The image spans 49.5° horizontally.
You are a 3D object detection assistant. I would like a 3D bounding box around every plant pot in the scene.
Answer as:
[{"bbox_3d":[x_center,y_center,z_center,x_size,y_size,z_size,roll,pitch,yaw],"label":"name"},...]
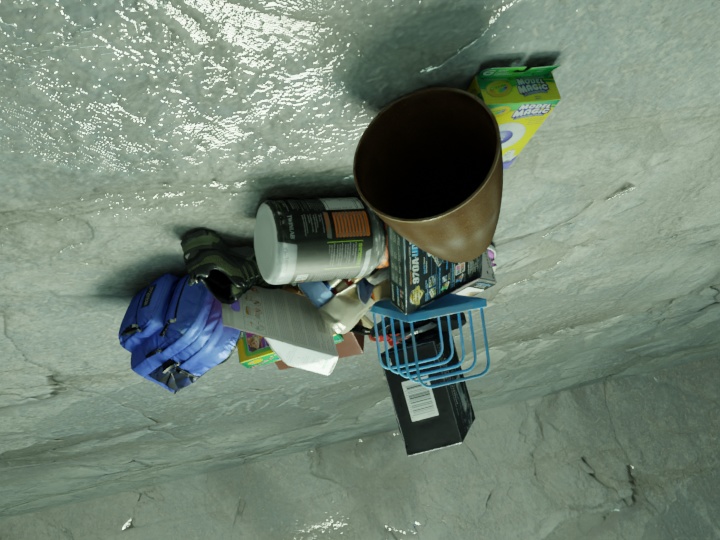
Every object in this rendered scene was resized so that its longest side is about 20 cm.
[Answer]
[{"bbox_3d":[0.110,-0.097,1.012,0.184,0.190,0.200,-19,148,13],"label":"plant pot"}]

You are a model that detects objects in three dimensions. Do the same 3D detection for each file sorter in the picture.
[{"bbox_3d":[0.113,0.111,1.309,0.136,0.125,0.200,-9,-175,-17],"label":"file sorter"}]

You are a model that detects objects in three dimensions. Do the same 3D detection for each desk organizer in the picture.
[{"bbox_3d":[-0.093,0.141,1.620,0.196,0.073,0.078,-13,132,16],"label":"desk organizer"}]

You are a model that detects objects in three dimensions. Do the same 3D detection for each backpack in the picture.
[{"bbox_3d":[-0.294,0.093,1.306,0.198,0.165,0.167,-26,134,36],"label":"backpack"}]

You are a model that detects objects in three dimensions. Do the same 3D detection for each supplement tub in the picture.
[{"bbox_3d":[-0.052,-0.047,1.173,0.196,0.125,0.123,-4,157,-25],"label":"supplement tub"}]

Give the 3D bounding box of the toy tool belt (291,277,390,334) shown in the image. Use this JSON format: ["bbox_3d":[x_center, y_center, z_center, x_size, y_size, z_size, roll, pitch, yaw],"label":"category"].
[{"bbox_3d":[-0.044,-0.002,1.300,0.122,0.201,0.125,-39,-160,6],"label":"toy tool belt"}]

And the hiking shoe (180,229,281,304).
[{"bbox_3d":[-0.199,0.013,1.233,0.075,0.103,0.198,-28,147,36],"label":"hiking shoe"}]

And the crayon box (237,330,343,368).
[{"bbox_3d":[-0.142,0.099,1.487,0.196,0.121,0.058,-16,159,6],"label":"crayon box"}]

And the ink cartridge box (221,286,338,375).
[{"bbox_3d":[-0.142,0.085,1.278,0.197,0.162,0.051,16,117,-22],"label":"ink cartridge box"}]

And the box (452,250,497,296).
[{"bbox_3d":[0.150,0.008,1.461,0.059,0.119,0.199,10,150,-43],"label":"box"}]

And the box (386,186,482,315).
[{"bbox_3d":[0.115,-0.051,1.179,0.157,0.046,0.203,-25,129,-26],"label":"box"}]

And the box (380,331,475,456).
[{"bbox_3d":[0.137,0.233,1.541,0.115,0.201,0.200,-16,179,15],"label":"box"}]

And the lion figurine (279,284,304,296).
[{"bbox_3d":[-0.144,0.042,1.420,0.197,0.074,0.122,-18,158,26],"label":"lion figurine"}]

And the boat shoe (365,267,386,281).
[{"bbox_3d":[0.000,0.000,1.442,0.067,0.057,0.200,-44,180,-32],"label":"boat shoe"}]

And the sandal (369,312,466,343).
[{"bbox_3d":[0.114,0.108,1.466,0.196,0.044,0.076,-4,157,-21],"label":"sandal"}]

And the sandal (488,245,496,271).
[{"bbox_3d":[0.241,-0.004,1.579,0.081,0.051,0.203,-18,159,9],"label":"sandal"}]

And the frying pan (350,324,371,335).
[{"bbox_3d":[-0.046,0.100,1.546,0.186,0.116,0.031,-5,128,22],"label":"frying pan"}]

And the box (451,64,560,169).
[{"bbox_3d":[0.184,-0.202,1.048,0.115,0.049,0.201,-8,156,-17],"label":"box"}]

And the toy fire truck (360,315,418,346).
[{"bbox_3d":[0.071,0.093,1.647,0.197,0.131,0.176,-11,161,-39],"label":"toy fire truck"}]
